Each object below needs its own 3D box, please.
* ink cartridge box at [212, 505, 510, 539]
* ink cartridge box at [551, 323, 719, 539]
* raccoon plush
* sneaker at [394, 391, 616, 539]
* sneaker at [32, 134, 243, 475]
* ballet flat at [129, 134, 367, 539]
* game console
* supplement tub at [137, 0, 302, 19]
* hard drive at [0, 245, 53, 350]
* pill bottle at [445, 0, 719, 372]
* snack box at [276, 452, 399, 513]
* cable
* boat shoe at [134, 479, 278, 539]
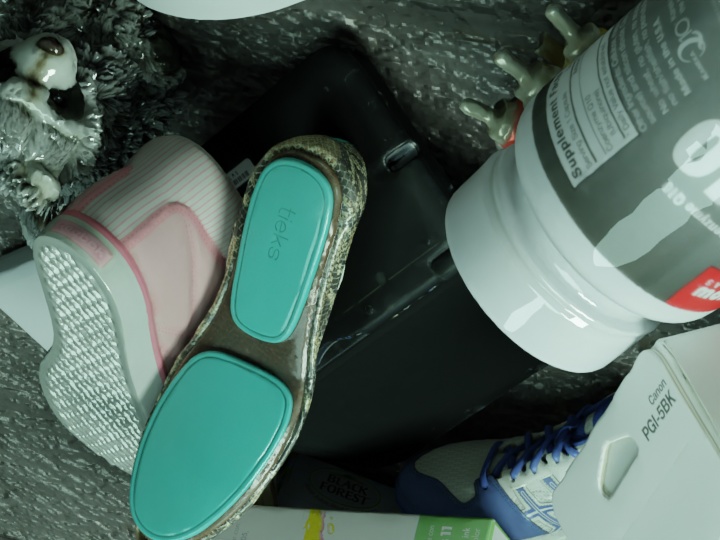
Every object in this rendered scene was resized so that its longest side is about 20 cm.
[{"bbox_3d":[-0.013,0.170,1.269,0.200,0.067,0.117,1,152,23],"label":"ink cartridge box"},{"bbox_3d":[0.202,0.077,1.070,0.200,0.083,0.147,-14,151,-24],"label":"ink cartridge box"},{"bbox_3d":[-0.145,-0.040,1.152,0.097,0.134,0.200,15,135,15],"label":"raccoon plush"},{"bbox_3d":[0.112,0.094,1.250,0.200,0.075,0.088,0,129,15],"label":"sneaker"},{"bbox_3d":[-0.093,0.014,1.158,0.075,0.105,0.200,33,151,18],"label":"sneaker"},{"bbox_3d":[-0.041,0.032,1.116,0.068,0.075,0.200,26,105,17],"label":"ballet flat"},{"bbox_3d":[0.000,0.000,1.200,0.200,0.116,0.176,-37,85,36],"label":"game console"},{"bbox_3d":[-0.064,-0.207,0.915,0.145,0.145,0.200,5,138,24],"label":"supplement tub"},{"bbox_3d":[-0.088,0.017,1.292,0.200,0.026,0.132,-20,125,42],"label":"hard drive"},{"bbox_3d":[0.134,-0.051,0.979,0.114,0.114,0.200,37,124,-17],"label":"pill bottle"},{"bbox_3d":[0.038,0.192,1.410,0.200,0.053,0.142,20,140,4],"label":"snack box"},{"bbox_3d":[0.134,-0.038,1.085,0.200,0.050,0.097,35,135,-11],"label":"cable"},{"bbox_3d":[-0.086,0.121,1.339,0.064,0.071,0.200,-8,158,-13],"label":"boat shoe"}]
